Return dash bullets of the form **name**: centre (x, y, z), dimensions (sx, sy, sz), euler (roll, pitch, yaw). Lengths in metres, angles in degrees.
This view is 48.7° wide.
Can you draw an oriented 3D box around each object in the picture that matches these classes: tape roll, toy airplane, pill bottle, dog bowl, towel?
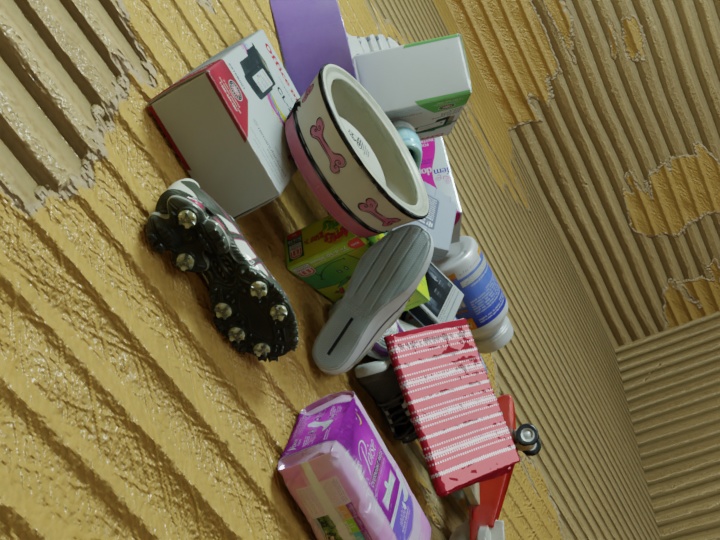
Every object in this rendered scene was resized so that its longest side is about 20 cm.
- **tape roll**: centre (-0.058, -0.263, 1.054), dimensions (0.200, 0.083, 0.204), euler (166, -90, -87)
- **toy airplane**: centre (0.155, 0.290, 1.095), dimensions (0.199, 0.139, 0.204), euler (-38, 139, -56)
- **pill bottle**: centre (0.200, 0.049, 1.440), dimensions (0.202, 0.110, 0.113), euler (59, 23, -22)
- **dog bowl**: centre (-0.007, -0.127, 0.897), dimensions (0.200, 0.073, 0.202), euler (46, 24, -28)
- **towel**: centre (0.113, 0.166, 0.986), dimensions (0.143, 0.022, 0.203), euler (-8, 72, -38)

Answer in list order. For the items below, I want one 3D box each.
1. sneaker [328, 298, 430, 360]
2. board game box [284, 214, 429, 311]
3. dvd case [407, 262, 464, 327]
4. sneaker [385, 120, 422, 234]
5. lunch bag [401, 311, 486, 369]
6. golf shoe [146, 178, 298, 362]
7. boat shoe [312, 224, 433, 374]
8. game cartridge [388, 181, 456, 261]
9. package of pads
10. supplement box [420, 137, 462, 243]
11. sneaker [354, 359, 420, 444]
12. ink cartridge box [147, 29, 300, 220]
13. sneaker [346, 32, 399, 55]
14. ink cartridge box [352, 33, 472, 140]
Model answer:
- **sneaker**: centre (0.030, 0.096, 1.048), dimensions (0.198, 0.099, 0.076), euler (26, 62, -30)
- **board game box**: centre (0.000, 0.000, 1.011), dimensions (0.200, 0.100, 0.048), euler (39, 33, -51)
- **dvd case**: centre (0.065, -0.001, 1.173), dimensions (0.200, 0.025, 0.150), euler (45, 25, -1)
- **sneaker**: centre (0.024, -0.090, 1.033), dimensions (0.072, 0.203, 0.082), euler (11, 24, -16)
- **lunch bag**: centre (0.134, 0.134, 1.248), dimensions (0.202, 0.075, 0.161), euler (58, 21, -23)
- **golf shoe**: centre (-0.119, -0.003, 0.765), dimensions (0.202, 0.076, 0.089), euler (57, 16, -26)
- **boat shoe**: centre (0.015, 0.034, 0.936), dimensions (0.073, 0.201, 0.067), euler (40, -1, 18)
- **game cartridge**: centre (0.047, -0.096, 1.170), dimensions (0.197, 0.041, 0.134), euler (28, 42, -10)
- **package of pads**: centre (0.000, 0.237, 0.814), dimensions (0.202, 0.075, 0.121), euler (62, 19, -15)
- **supplement box**: centre (0.106, -0.149, 1.379), dimensions (0.104, 0.099, 0.204), euler (84, -5, -64)
- **sneaker**: centre (0.060, 0.177, 1.027), dimensions (0.200, 0.076, 0.083), euler (39, 43, -47)
- **ink cartridge box**: centre (-0.131, -0.167, 0.884), dimensions (0.147, 0.082, 0.201), euler (59, 23, -20)
- **sneaker**: centre (-0.033, -0.331, 1.297), dimensions (0.196, 0.115, 0.082), euler (4, 58, -34)
- **ink cartridge box**: centre (0.063, -0.236, 1.091), dimensions (0.200, 0.143, 0.086), euler (98, -21, -84)
